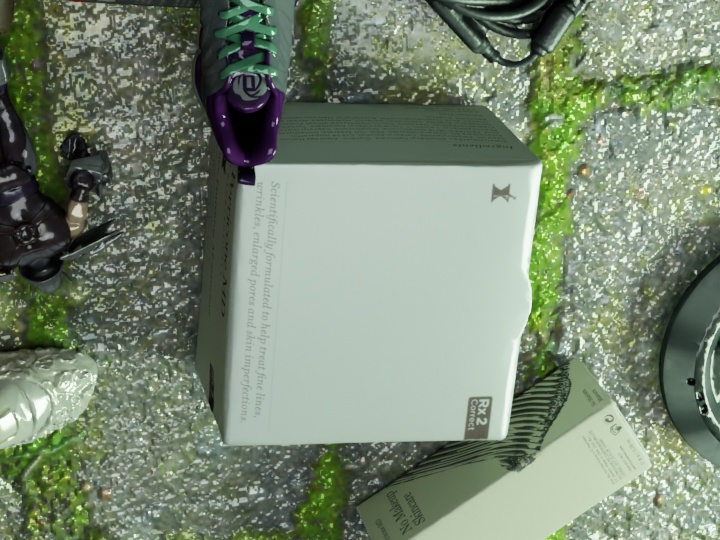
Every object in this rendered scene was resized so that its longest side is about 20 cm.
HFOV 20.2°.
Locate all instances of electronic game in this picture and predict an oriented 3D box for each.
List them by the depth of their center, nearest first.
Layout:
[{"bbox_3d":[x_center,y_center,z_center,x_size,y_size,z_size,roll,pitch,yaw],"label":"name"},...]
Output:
[{"bbox_3d":[0.316,0.061,1.491,0.200,0.042,0.200,-5,111,-12],"label":"electronic game"}]

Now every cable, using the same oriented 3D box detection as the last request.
[{"bbox_3d":[0.095,-0.235,1.299,0.163,0.051,0.200,-43,122,4],"label":"cable"}]

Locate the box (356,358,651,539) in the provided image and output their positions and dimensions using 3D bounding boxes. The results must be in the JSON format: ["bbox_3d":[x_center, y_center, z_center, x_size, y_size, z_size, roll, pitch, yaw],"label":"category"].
[{"bbox_3d":[0.102,0.156,1.455,0.200,0.082,0.068,-34,116,0],"label":"box"}]

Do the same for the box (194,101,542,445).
[{"bbox_3d":[0.000,0.000,1.337,0.200,0.131,0.199,0,111,-14],"label":"box"}]

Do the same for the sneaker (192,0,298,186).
[{"bbox_3d":[-0.060,-0.146,1.166,0.074,0.088,0.200,-7,135,-8],"label":"sneaker"}]

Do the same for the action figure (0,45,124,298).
[{"bbox_3d":[-0.228,-0.066,1.290,0.130,0.069,0.200,-25,119,-11],"label":"action figure"}]

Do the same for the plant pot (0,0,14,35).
[{"bbox_3d":[-0.271,-0.234,1.147,0.200,0.200,0.199,-2,119,-13],"label":"plant pot"}]

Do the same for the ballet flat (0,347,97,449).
[{"bbox_3d":[-0.271,0.101,1.346,0.200,0.072,0.072,-10,114,-11],"label":"ballet flat"}]

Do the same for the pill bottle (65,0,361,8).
[{"bbox_3d":[-0.091,-0.217,1.234,0.200,0.116,0.116,2,111,-15],"label":"pill bottle"}]
